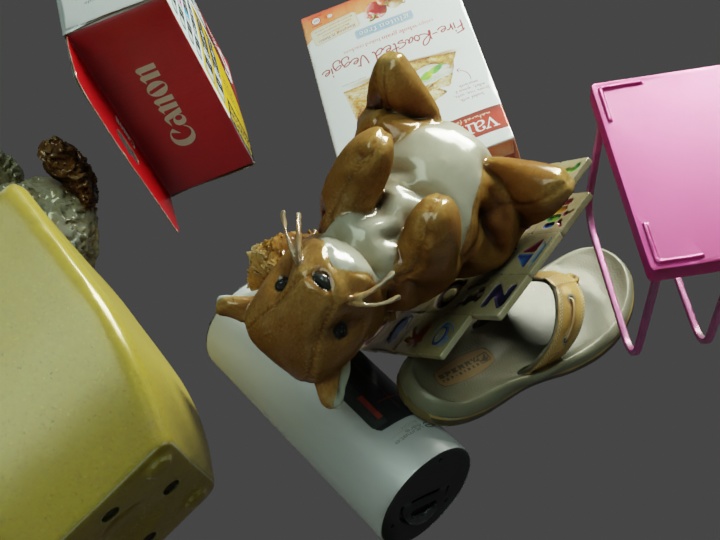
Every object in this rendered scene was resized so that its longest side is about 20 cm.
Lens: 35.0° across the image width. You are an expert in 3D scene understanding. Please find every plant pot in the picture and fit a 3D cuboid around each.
[{"bbox_3d":[-0.212,0.106,0.771,0.194,0.196,0.200,-44,65,-11],"label":"plant pot"}]

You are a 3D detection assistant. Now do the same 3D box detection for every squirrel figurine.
[{"bbox_3d":[0.000,0.000,0.702,0.141,0.200,0.187,39,61,0],"label":"squirrel figurine"}]

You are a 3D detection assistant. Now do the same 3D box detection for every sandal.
[{"bbox_3d":[0.110,0.034,0.758,0.199,0.054,0.080,-26,50,-27],"label":"sandal"}]

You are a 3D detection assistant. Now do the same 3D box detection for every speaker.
[{"bbox_3d":[-0.018,0.092,0.777,0.081,0.081,0.200,-42,56,-10],"label":"speaker"}]

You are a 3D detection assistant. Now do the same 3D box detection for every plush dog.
[{"bbox_3d":[-0.294,-0.028,0.928,0.170,0.160,0.202,14,92,10],"label":"plush dog"}]

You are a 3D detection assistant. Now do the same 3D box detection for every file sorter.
[{"bbox_3d":[0.253,-0.039,0.721,0.198,0.126,0.140,-9,56,-1],"label":"file sorter"}]

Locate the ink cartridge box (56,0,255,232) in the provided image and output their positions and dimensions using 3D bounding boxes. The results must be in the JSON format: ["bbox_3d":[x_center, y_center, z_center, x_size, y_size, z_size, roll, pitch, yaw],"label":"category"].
[{"bbox_3d":[-0.159,-0.159,0.903,0.083,0.200,0.177,-21,55,4],"label":"ink cartridge box"}]

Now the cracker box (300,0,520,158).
[{"bbox_3d":[0.038,-0.140,0.914,0.133,0.058,0.201,-20,56,6],"label":"cracker box"}]

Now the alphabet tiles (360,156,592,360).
[{"bbox_3d":[0.073,-0.008,0.774,0.167,0.006,0.200,-52,17,-16],"label":"alphabet tiles"}]
